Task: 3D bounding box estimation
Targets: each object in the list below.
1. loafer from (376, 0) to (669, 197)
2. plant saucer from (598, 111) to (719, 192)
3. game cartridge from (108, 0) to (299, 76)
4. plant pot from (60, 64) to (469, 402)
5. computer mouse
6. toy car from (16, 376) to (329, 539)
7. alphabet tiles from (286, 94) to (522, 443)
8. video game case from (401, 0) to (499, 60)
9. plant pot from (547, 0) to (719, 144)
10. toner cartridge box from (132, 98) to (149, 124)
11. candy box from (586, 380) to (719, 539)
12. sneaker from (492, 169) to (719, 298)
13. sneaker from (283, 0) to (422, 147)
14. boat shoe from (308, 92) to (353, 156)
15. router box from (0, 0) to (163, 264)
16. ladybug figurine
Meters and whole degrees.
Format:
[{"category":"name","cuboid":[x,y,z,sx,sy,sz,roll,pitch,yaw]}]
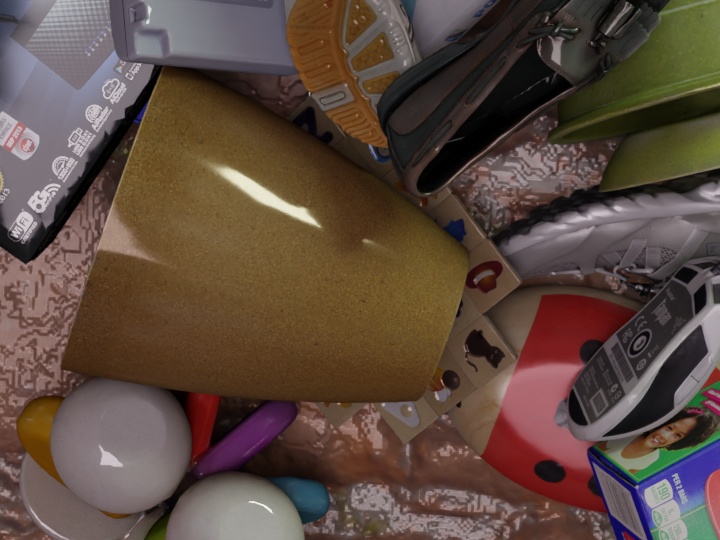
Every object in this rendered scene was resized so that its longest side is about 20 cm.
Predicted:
[{"category":"loafer","cuboid":[0.095,-0.105,1.149,0.200,0.063,0.072,-35,134,28]},{"category":"plant saucer","cuboid":[0.228,-0.081,1.247,0.200,0.200,0.031,-13,91,7]},{"category":"game cartridge","cuboid":[-0.083,-0.209,1.242,0.133,0.040,0.200,1,80,-36]},{"category":"plant pot","cuboid":[-0.047,0.000,1.258,0.200,0.186,0.187,19,102,-4]},{"category":"computer mouse","cuboid":[0.196,0.028,1.267,0.044,0.110,0.200,36,107,-21]},{"category":"toy car","cuboid":[-0.103,0.121,1.350,0.200,0.175,0.150,42,65,-3]},{"category":"alphabet tiles","cuboid":[0.000,0.000,1.337,0.166,0.006,0.200,-40,84,31]},{"category":"video game case","cuboid":[0.030,-0.234,1.239,0.182,0.022,0.200,-41,69,40]},{"category":"plant pot","cuboid":[0.179,-0.186,1.248,0.200,0.200,0.190,-15,88,7]},{"category":"toner cartridge box","cuboid":[-0.140,-0.196,1.330,0.095,0.043,0.200,17,103,0]},{"category":"candy box","cuboid":[0.256,0.139,1.304,0.200,0.077,0.169,-27,113,-12]},{"category":"sneaker","cuboid":[0.175,-0.011,1.326,0.200,0.075,0.082,-10,99,6]},{"category":"sneaker","cuboid":[-0.007,-0.168,1.225,0.076,0.088,0.200,-14,110,34]},{"category":"boat shoe","cuboid":[0.021,-0.155,1.316,0.072,0.060,0.202,25,102,-1]},{"category":"router box","cuboid":[-0.197,-0.127,1.295,0.150,0.062,0.200,35,103,-2]},{"category":"ladybug figurine","cuboid":[0.144,0.084,1.350,0.200,0.072,0.136,17,102,1]}]
